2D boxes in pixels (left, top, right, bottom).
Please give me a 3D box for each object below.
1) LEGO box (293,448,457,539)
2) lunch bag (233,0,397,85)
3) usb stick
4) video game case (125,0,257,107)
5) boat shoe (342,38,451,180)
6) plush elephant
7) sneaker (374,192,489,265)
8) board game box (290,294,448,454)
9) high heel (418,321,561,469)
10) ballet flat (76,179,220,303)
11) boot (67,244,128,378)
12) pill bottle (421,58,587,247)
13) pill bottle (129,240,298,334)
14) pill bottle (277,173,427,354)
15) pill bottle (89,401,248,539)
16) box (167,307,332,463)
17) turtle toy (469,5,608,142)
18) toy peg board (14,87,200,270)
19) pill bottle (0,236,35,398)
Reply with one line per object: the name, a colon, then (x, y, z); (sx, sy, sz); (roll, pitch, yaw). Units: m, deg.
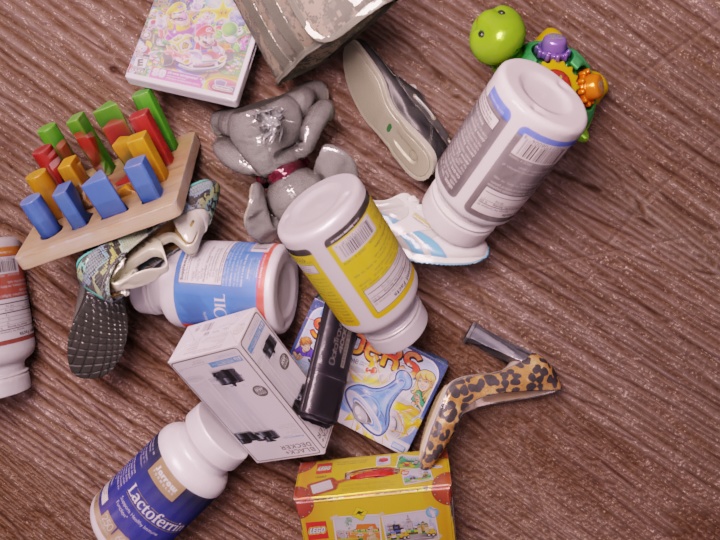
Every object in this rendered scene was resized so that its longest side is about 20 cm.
LEGO box: (0.024, 0.324, 0.833); (0.195, 0.077, 0.152); (-6, 109, 5)
lunch bag: (-0.058, -0.333, 0.726); (0.117, 0.199, 0.166); (-36, 101, -32)
usb stick: (-0.032, 0.090, 0.799); (0.055, 0.032, 0.204); (24, 67, -28)
video game case: (-0.194, -0.308, 0.805); (0.140, 0.018, 0.204); (12, 72, 3)
boat shoe: (0.047, -0.210, 0.822); (0.067, 0.072, 0.202); (-32, 84, -31)
plush elephant: (-0.091, -0.130, 0.788); (0.161, 0.200, 0.158); (-18, 112, -2)
sneaker: (0.070, -0.053, 0.819); (0.195, 0.077, 0.083); (12, 93, 1)
board game box: (0.001, 0.138, 0.858); (0.197, 0.034, 0.138); (25, 96, 1)
high heel: (0.165, 0.182, 0.813); (0.141, 0.072, 0.203); (27, 74, 6)
ballet flat: (-0.230, -0.030, 0.754); (0.199, 0.074, 0.075); (-40, 92, -22)
boot: (-0.330, 0.024, 0.831); (0.066, 0.131, 0.204); (8, 103, -21)
pill bottle: (0.154, -0.125, 0.736); (0.113, 0.114, 0.201); (34, 136, 1)
pill bottle: (-0.186, 0.019, 0.818); (0.195, 0.112, 0.115); (2, 95, 13)
pill bottle: (0.000, 0.000, 0.742); (0.110, 0.112, 0.201); (-31, 120, 5)
pill bottle: (-0.247, 0.274, 0.845); (0.200, 0.116, 0.116); (-44, 91, 6)
box: (-0.128, 0.148, 0.794); (0.115, 0.061, 0.202); (-14, 124, 26)
turtle toy: (0.209, -0.231, 0.781); (0.200, 0.101, 0.146); (45, 96, -1)
toy peg board: (-0.310, -0.123, 0.764); (0.196, 0.201, 0.099); (-18, 124, 5)
pill bottle: (-0.494, 0.063, 0.846); (0.109, 0.112, 0.205); (-6, 94, 4)
